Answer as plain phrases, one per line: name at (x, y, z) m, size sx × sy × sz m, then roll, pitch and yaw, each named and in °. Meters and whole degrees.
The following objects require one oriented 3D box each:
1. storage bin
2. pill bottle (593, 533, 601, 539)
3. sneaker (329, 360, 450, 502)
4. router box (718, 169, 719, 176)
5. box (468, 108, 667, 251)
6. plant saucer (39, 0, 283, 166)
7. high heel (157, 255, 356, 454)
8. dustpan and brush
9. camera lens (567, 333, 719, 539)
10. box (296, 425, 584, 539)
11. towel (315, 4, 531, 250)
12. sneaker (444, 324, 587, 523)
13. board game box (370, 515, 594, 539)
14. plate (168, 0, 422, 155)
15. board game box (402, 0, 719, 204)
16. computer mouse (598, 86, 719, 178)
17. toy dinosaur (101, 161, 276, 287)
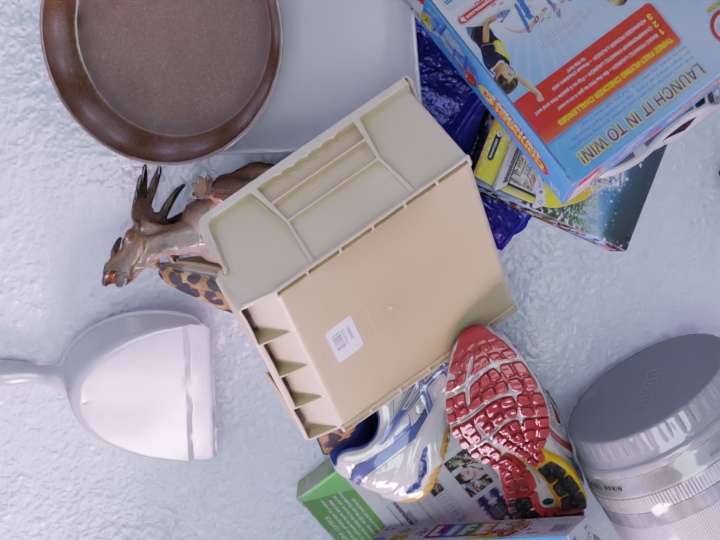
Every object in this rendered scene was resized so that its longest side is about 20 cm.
storage bin at (0.000, 0.000, 1.388) m, size 0.198 × 0.094 × 0.201 m, roll -34°, pitch 144°, yaw -8°
pill bottle at (0.169, 0.324, 1.583) m, size 0.111 × 0.113 × 0.202 m, roll -6°, pitch 107°, yaw 1°
sneaker at (0.037, 0.078, 1.490) m, size 0.087 × 0.075 × 0.202 m, roll 19°, pitch 81°, yaw -18°
router box at (0.405, -0.092, 1.483) m, size 0.149 × 0.051 × 0.200 m, roll 42°, pitch 102°, yaw -14°
box at (0.173, -0.133, 1.436) m, size 0.136 × 0.038 × 0.202 m, roll 23°, pitch 86°, yaw -13°
plant saucer at (-0.147, -0.181, 1.427) m, size 0.198 × 0.034 × 0.203 m, roll 4°, pitch 104°, yaw 16°
high heel at (-0.079, 0.069, 1.518) m, size 0.198 × 0.071 × 0.144 m, roll 14°, pitch 105°, yaw -11°
dustpan and brush at (-0.218, 0.091, 1.538) m, size 0.198 × 0.057 × 0.141 m, roll -3°, pitch 121°, yaw -6°
camera lens at (0.275, 0.173, 1.511) m, size 0.159 × 0.160 × 0.201 m, roll -30°, pitch 106°, yaw 8°
box at (0.066, 0.178, 1.576) m, size 0.199 × 0.036 × 0.145 m, roll -37°, pitch 105°, yaw 9°
towel at (0.072, -0.120, 1.471) m, size 0.199 × 0.050 × 0.148 m, roll 31°, pitch 104°, yaw -10°
sneaker at (0.116, 0.116, 1.478) m, size 0.077 × 0.083 × 0.201 m, roll -17°, pitch 128°, yaw 11°
board game box at (0.109, 0.268, 1.507) m, size 0.199 × 0.034 × 0.136 m, roll -8°, pitch 104°, yaw 38°
plate at (-0.049, -0.191, 1.429) m, size 0.198 × 0.032 × 0.202 m, roll 0°, pitch 102°, yaw 17°
board game box at (0.164, -0.186, 1.358) m, size 0.199 × 0.056 × 0.196 m, roll -36°, pitch 82°, yaw -11°
computer mouse at (0.225, -0.137, 1.405) m, size 0.199 × 0.044 × 0.110 m, roll -31°, pitch 86°, yaw -10°
toy dinosaur at (-0.102, -0.049, 1.470) m, size 0.199 × 0.135 × 0.087 m, roll -17°, pitch 105°, yaw -30°
